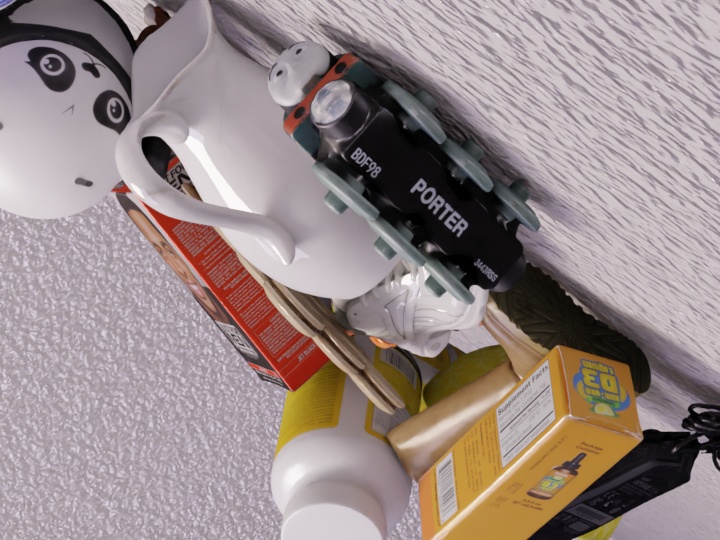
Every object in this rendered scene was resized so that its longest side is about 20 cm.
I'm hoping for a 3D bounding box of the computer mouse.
[{"bbox_3d":[0.198,0.146,1.478,0.138,0.199,0.053,36,-149,-60],"label":"computer mouse"}]

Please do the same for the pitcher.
[{"bbox_3d":[-0.062,-0.057,1.238,0.200,0.172,0.121,40,129,-20],"label":"pitcher"}]

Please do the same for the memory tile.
[{"bbox_3d":[-0.050,0.015,1.388,0.153,0.017,0.200,46,-177,-40],"label":"memory tile"}]

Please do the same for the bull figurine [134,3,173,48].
[{"bbox_3d":[-0.100,-0.106,1.415,0.121,0.065,0.201,28,155,55],"label":"bull figurine"}]

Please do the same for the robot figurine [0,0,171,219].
[{"bbox_3d":[-0.206,-0.117,1.306,0.200,0.149,0.126,-99,1,-63],"label":"robot figurine"}]

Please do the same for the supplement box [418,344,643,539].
[{"bbox_3d":[0.118,0.136,1.411,0.066,0.069,0.200,17,140,-25],"label":"supplement box"}]

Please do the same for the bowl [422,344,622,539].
[{"bbox_3d":[0.160,0.121,1.637,0.199,0.108,0.200,36,-169,-8],"label":"bowl"}]

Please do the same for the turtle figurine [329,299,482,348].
[{"bbox_3d":[0.000,0.000,1.488,0.199,0.064,0.162,-14,115,53],"label":"turtle figurine"}]

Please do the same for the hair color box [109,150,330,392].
[{"bbox_3d":[-0.105,-0.002,1.540,0.201,0.061,0.101,52,167,-13],"label":"hair color box"}]

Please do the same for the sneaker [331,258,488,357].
[{"bbox_3d":[0.028,0.008,1.338,0.098,0.079,0.200,4,155,-13],"label":"sneaker"}]

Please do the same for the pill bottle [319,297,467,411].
[{"bbox_3d":[0.006,0.085,1.726,0.199,0.113,0.113,31,178,-35],"label":"pill bottle"}]

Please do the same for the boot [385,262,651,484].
[{"bbox_3d":[0.090,0.089,1.452,0.175,0.067,0.199,36,131,-24],"label":"boot"}]

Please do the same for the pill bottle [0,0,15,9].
[{"bbox_3d":[-0.244,-0.214,1.192,0.112,0.113,0.200,35,174,-6],"label":"pill bottle"}]

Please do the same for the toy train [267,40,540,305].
[{"bbox_3d":[0.022,-0.057,1.137,0.200,0.085,0.114,39,-177,-44],"label":"toy train"}]

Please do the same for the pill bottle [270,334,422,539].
[{"bbox_3d":[-0.012,0.144,1.564,0.112,0.112,0.201,36,-146,-19],"label":"pill bottle"}]
